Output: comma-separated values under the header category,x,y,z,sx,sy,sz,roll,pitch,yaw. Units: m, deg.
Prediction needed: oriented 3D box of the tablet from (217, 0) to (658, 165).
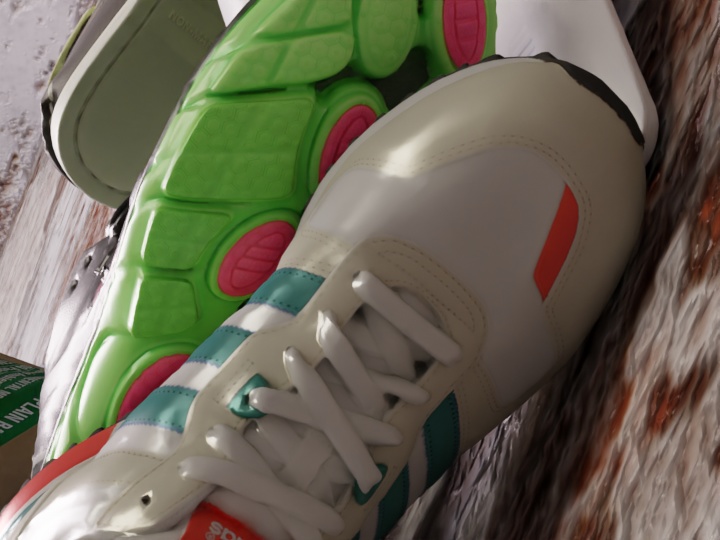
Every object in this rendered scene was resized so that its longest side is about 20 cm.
category,x,y,z,sx,sy,sz,roll,pitch,yaw
tablet,0.009,-0.063,0.752,0.130,0.014,0.200,-52,40,35

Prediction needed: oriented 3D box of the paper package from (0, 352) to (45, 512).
category,x,y,z,sx,sy,sz,roll,pitch,yaw
paper package,-0.137,0.135,0.818,0.200,0.103,0.191,-34,-47,-56

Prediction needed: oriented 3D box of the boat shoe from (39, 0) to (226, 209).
category,x,y,z,sx,sy,sz,roll,pitch,yaw
boat shoe,-0.034,-0.108,1.000,0.201,0.072,0.061,-47,21,-5

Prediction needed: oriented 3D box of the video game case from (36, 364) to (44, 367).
category,x,y,z,sx,sy,sz,roll,pitch,yaw
video game case,-0.177,0.154,1.152,0.200,0.024,0.182,-55,11,23

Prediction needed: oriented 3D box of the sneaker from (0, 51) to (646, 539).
category,x,y,z,sx,sy,sz,roll,pitch,yaw
sneaker,-0.012,0.042,0.640,0.200,0.070,0.093,-42,17,20

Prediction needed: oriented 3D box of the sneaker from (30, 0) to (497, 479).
category,x,y,z,sx,sy,sz,roll,pitch,yaw
sneaker,-0.035,-0.007,0.720,0.200,0.077,0.084,-58,31,28
